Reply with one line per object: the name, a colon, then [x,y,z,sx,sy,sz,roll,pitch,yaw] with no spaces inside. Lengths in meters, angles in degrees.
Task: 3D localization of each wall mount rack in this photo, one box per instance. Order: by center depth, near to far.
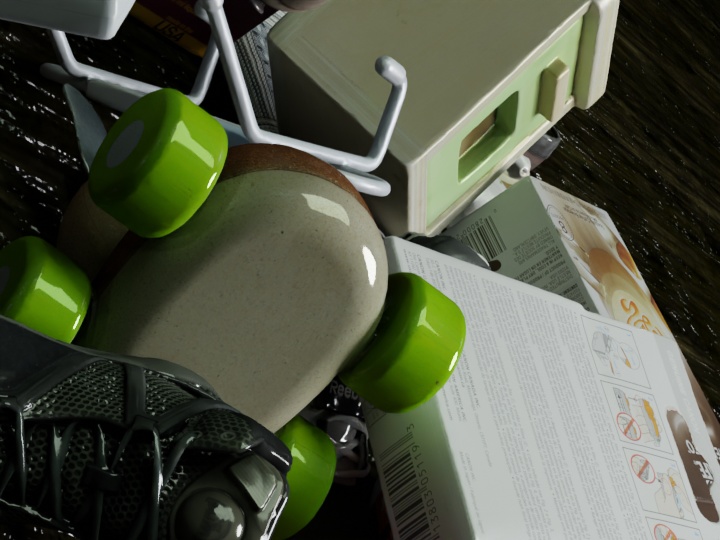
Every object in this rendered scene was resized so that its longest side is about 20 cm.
wall mount rack: [-0.075,-0.098,1.054,0.199,0.075,0.174,21,4,33]

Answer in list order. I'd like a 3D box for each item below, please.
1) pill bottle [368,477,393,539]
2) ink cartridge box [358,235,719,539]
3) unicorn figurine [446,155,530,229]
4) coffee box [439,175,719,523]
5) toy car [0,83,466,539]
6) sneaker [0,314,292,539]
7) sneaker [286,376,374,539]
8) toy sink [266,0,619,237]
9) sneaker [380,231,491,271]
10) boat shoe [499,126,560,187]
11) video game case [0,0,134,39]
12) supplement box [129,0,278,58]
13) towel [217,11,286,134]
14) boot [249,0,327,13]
pill bottle: [0.060,0.141,1.106,0.110,0.109,0.200,43,25,-34]
ink cartridge box: [0.086,0.083,1.056,0.200,0.050,0.161,20,43,-41]
unicorn figurine: [0.078,-0.035,1.419,0.138,0.074,0.200,63,-12,-9]
coffee box: [0.125,0.060,1.269,0.114,0.080,0.201,17,44,-60]
toy car: [-0.072,-0.013,1.003,0.164,0.158,0.200,37,16,-27]
sneaker: [-0.101,0.065,0.821,0.199,0.077,0.114,15,5,-44]
sneaker: [-0.024,0.051,1.084,0.074,0.088,0.201,17,45,-61]
toy sink: [0.061,-0.123,1.222,0.112,0.200,0.130,43,-15,15]
sneaker: [0.000,0.000,1.183,0.116,0.075,0.200,49,-14,11]
boat shoe: [0.066,-0.152,1.602,0.201,0.066,0.072,57,21,0]
video game case: [-0.176,-0.150,0.942,0.199,0.023,0.182,12,27,2]
supplement box: [-0.046,-0.220,1.258,0.086,0.200,0.111,27,36,-52]
towel: [-0.015,-0.086,1.370,0.200,0.034,0.193,30,34,-51]
boot: [-0.066,-0.206,1.086,0.201,0.070,0.146,64,-15,-21]
